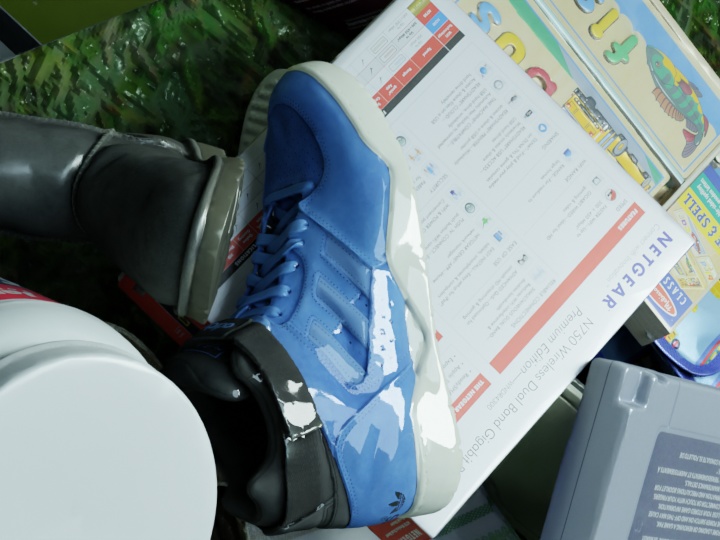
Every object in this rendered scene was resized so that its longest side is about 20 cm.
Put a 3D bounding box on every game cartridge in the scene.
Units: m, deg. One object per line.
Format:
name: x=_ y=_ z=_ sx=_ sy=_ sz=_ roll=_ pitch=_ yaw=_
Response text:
game cartridge: x=0.145 y=0.117 z=1.334 sx=0.200 sy=0.041 sz=0.133 roll=16 pitch=86 yaw=-57

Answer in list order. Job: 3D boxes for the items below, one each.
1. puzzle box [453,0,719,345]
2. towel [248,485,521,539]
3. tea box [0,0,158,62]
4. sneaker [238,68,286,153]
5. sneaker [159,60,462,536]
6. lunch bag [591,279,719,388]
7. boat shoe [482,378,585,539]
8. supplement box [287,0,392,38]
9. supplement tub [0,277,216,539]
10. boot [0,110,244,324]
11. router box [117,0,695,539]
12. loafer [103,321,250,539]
puzzle box: x=0.119 y=-0.079 z=1.396 sx=0.200 sy=0.025 sz=0.133 roll=51 pitch=55 yaw=-8
towel: x=0.018 y=0.132 z=1.318 sx=0.149 sy=0.031 sz=0.200 roll=-17 pitch=68 yaw=-45
tea box: x=-0.117 y=-0.214 z=1.220 sx=0.134 sy=0.197 sz=0.200 roll=45 pitch=57 yaw=-24
sneaker: x=0.000 y=0.000 z=1.347 sx=0.082 sy=0.074 sz=0.200 roll=-3 pitch=74 yaw=-42
sneaker: x=-0.033 y=0.012 z=1.186 sx=0.111 sy=0.077 sz=0.200 roll=-9 pitch=84 yaw=-29
lunch bag: x=0.179 y=0.010 z=1.471 sx=0.151 sy=0.094 sz=0.200 roll=-49 pitch=118 yaw=-33
boat shoe: x=0.113 y=0.099 z=1.415 sx=0.199 sy=0.074 sz=0.066 roll=49 pitch=26 yaw=-35
supplement box: x=-0.003 y=-0.181 z=1.392 sx=0.200 sy=0.061 sz=0.109 roll=27 pitch=66 yaw=-33
supplement tub: x=-0.159 y=0.071 z=1.116 sx=0.140 sy=0.200 sz=0.141 roll=-9 pitch=106 yaw=-33
boot: x=-0.152 y=-0.037 z=1.135 sx=0.200 sy=0.182 sz=0.073 roll=15 pitch=93 yaw=-11
router box: x=0.022 y=-0.004 z=1.279 sx=0.179 sy=0.049 sz=0.200 roll=45 pitch=66 yaw=-1
loafer: x=-0.085 y=0.101 z=1.237 sx=0.076 sy=0.068 sz=0.200 roll=-11 pitch=64 yaw=-35
